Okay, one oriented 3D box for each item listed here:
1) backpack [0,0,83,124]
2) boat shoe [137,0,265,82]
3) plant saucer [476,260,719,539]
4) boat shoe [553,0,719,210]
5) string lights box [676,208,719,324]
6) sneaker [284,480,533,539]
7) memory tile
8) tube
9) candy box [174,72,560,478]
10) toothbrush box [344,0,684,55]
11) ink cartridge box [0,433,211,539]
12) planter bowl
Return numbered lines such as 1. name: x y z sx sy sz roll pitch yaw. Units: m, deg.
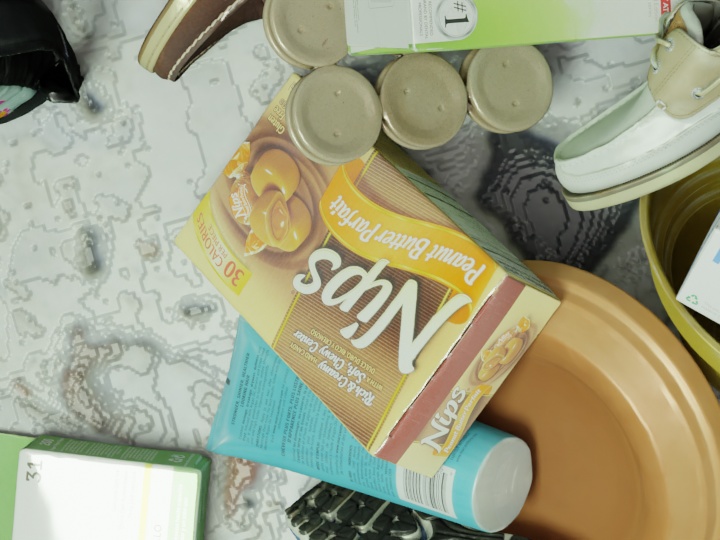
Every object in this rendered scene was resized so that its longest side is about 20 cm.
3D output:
1. backpack: -0.236 -0.135 1.526 0.126 0.200 0.168 -29 93 10
2. boat shoe: -0.031 -0.163 1.561 0.200 0.072 0.072 -43 90 3
3. plant saucer: 0.105 0.094 1.529 0.199 0.037 0.201 23 128 33
4. boat shoe: 0.174 -0.102 1.454 0.199 0.075 0.069 -30 112 19
5. string lights box: 0.243 -0.042 1.473 0.102 0.200 0.059 29 139 4
6. sneaker: 0.036 0.170 1.560 0.199 0.078 0.090 29 141 39
7. memory tile: 0.013 -0.160 1.513 0.152 0.017 0.201 -12 90 -24
8. tube: -0.002 0.086 1.563 0.199 0.050 0.078 18 92 37
9. candy box: 0.000 0.000 1.528 0.116 0.055 0.200 -54 50 11
10. toothbrush box: 0.093 -0.187 1.487 0.199 0.086 0.147 -5 95 -25
11. ink cartridge box: -0.188 0.164 1.632 0.198 0.048 0.147 7 98 5
12. planter bowl: 0.224 0.016 1.515 0.200 0.201 0.084 28 137 4
